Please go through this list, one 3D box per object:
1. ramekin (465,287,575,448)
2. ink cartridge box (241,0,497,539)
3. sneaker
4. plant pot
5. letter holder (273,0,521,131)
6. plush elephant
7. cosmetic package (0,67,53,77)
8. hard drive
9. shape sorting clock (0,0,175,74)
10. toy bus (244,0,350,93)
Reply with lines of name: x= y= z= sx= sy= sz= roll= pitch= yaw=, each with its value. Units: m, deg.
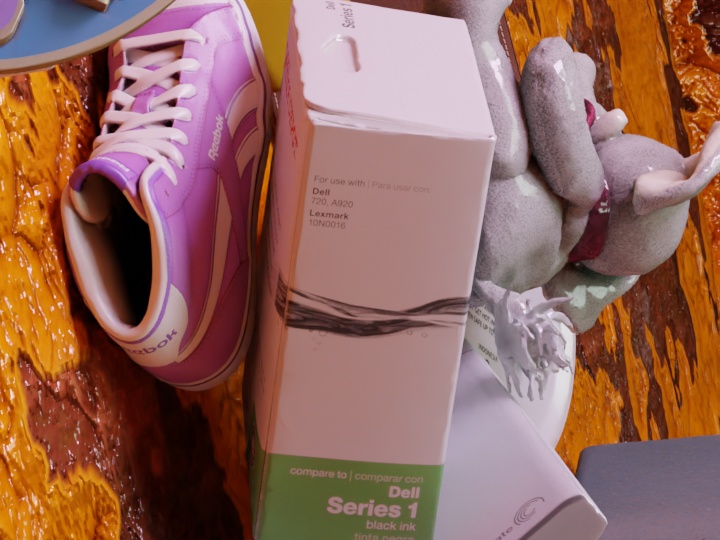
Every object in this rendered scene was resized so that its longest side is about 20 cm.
ramekin: x=0.037 y=0.032 z=1.548 sx=0.202 sy=0.094 sz=0.204 roll=14 pitch=74 yaw=-59
ink cartridge box: x=0.000 y=0.000 z=1.301 sx=0.146 sy=0.084 sz=0.201 roll=-99 pitch=-164 yaw=-64
sneaker: x=-0.087 y=-0.058 z=1.283 sx=0.114 sy=0.072 sz=0.202 roll=36 pitch=45 yaw=-65
plant pot: x=0.245 y=0.249 z=2.113 sx=0.200 sy=0.195 sz=0.197 roll=-57 pitch=135 yaw=-58
letter holder: x=0.002 y=-0.113 z=1.635 sx=0.101 sy=0.142 sz=0.201 roll=47 pitch=-19 yaw=49
plush elephant: x=0.091 y=-0.046 z=1.418 sx=0.154 sy=0.165 sz=0.201 roll=-15 pitch=71 yaw=-41
cosmetic package: x=-0.157 y=-0.175 z=1.050 sx=0.101 sy=0.071 sz=0.201 roll=85 pitch=-2 yaw=-78
hard drive: x=0.028 y=0.111 z=1.347 sx=0.027 sy=0.132 sz=0.200 roll=48 pitch=2 yaw=-22
shape sorting clock: x=-0.128 y=-0.163 z=0.975 sx=0.039 sy=0.199 sz=0.201 roll=134 pitch=-49 yaw=-70
toy bus: x=-0.070 y=-0.174 z=1.382 sx=0.078 sy=0.065 sz=0.200 roll=53 pitch=-4 yaw=37
